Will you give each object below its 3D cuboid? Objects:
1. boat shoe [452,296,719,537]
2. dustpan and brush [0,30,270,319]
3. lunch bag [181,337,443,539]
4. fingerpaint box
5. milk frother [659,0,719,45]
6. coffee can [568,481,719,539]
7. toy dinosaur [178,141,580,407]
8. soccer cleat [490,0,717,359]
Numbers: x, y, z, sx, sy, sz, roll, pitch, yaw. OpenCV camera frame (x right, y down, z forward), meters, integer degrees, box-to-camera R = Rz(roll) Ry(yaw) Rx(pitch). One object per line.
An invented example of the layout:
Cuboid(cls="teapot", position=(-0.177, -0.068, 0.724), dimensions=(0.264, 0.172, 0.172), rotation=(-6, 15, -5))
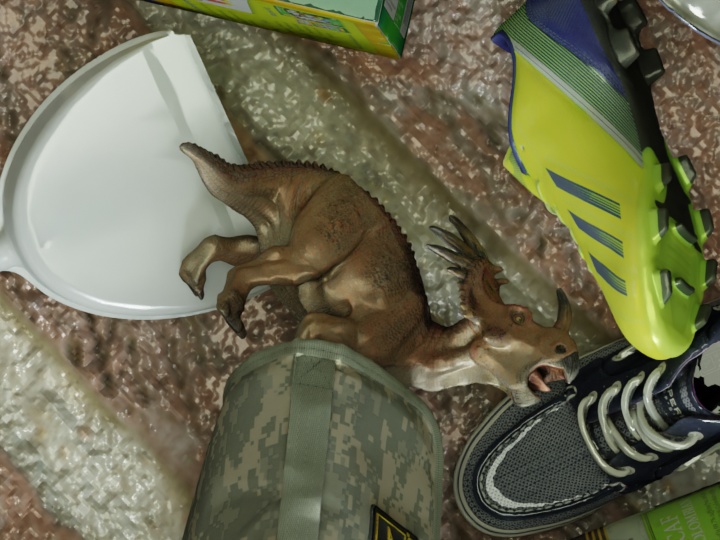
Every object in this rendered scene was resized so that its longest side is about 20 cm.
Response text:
Cuboid(cls="boat shoe", position=(0.131, 0.066, 1.318), dimensions=(0.199, 0.093, 0.075), rotation=(-32, 89, 4))
Cuboid(cls="dustpan and brush", position=(-0.150, -0.020, 1.365), dimensions=(0.199, 0.057, 0.140), rotation=(-25, 101, -2))
Cuboid(cls="lunch bag", position=(-0.026, 0.141, 1.253), dimensions=(0.117, 0.200, 0.165), rotation=(9, 66, -3))
Cuboid(cls="fingerpaint box", position=(-0.058, -0.157, 1.276), dimensions=(0.166, 0.200, 0.074), rotation=(13, 91, 4))
Cuboid(cls="milk frother", position=(0.231, -0.226, 1.295), dimensions=(0.188, 0.199, 0.181), rotation=(-43, 59, 38))
Cuboid(cls="coffee can", position=(0.146, 0.183, 1.294), dimensions=(0.199, 0.146, 0.147), rotation=(-21, 89, 4))
Cuboid(cls="toy dinosaur", position=(0.000, 0.000, 1.320), dimensions=(0.135, 0.086, 0.200), rotation=(-39, 94, -7))
Cuboid(cls="soccer cleat", position=(0.111, -0.043, 1.312), dimensions=(0.083, 0.065, 0.201), rotation=(-24, 63, 24))
